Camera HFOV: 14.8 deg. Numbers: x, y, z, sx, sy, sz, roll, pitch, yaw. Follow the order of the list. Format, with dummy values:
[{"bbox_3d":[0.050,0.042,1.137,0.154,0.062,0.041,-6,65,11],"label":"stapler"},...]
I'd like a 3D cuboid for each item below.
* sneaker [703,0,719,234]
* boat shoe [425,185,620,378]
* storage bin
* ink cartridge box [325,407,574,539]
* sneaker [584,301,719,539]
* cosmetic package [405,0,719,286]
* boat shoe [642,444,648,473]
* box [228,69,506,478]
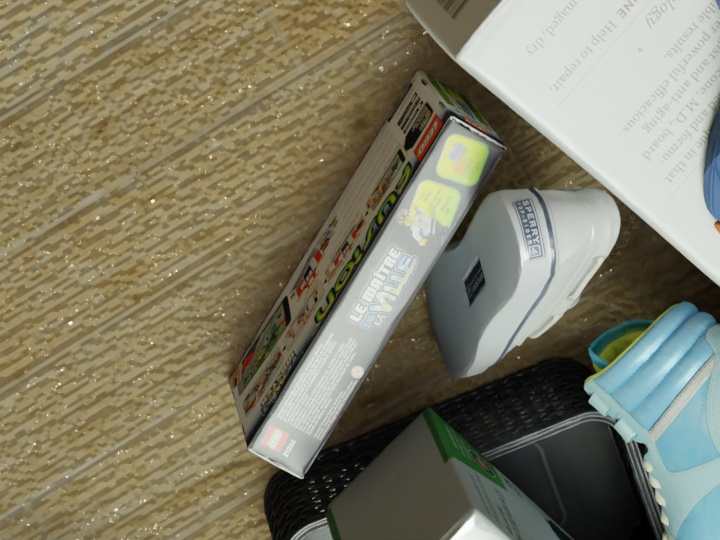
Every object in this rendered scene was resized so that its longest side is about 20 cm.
[{"bbox_3d":[0.203,-0.100,1.274,0.075,0.078,0.202,-5,106,-9],"label":"sneaker"},{"bbox_3d":[0.083,0.006,1.411,0.065,0.200,0.074,-11,81,-15],"label":"boat shoe"},{"bbox_3d":[0.060,0.150,1.494,0.199,0.094,0.136,-22,108,-2],"label":"storage bin"},{"bbox_3d":[0.086,0.181,1.383,0.083,0.147,0.200,-45,108,7],"label":"ink cartridge box"},{"bbox_3d":[0.166,0.096,1.417,0.130,0.079,0.201,33,134,22],"label":"sneaker"},{"bbox_3d":[0.157,-0.122,1.390,0.200,0.167,0.167,39,96,-17],"label":"cosmetic package"},{"bbox_3d":[0.237,0.132,1.521,0.198,0.074,0.069,8,109,-30],"label":"boat shoe"},{"bbox_3d":[0.000,0.000,1.433,0.035,0.110,0.201,29,101,-15],"label":"box"}]
